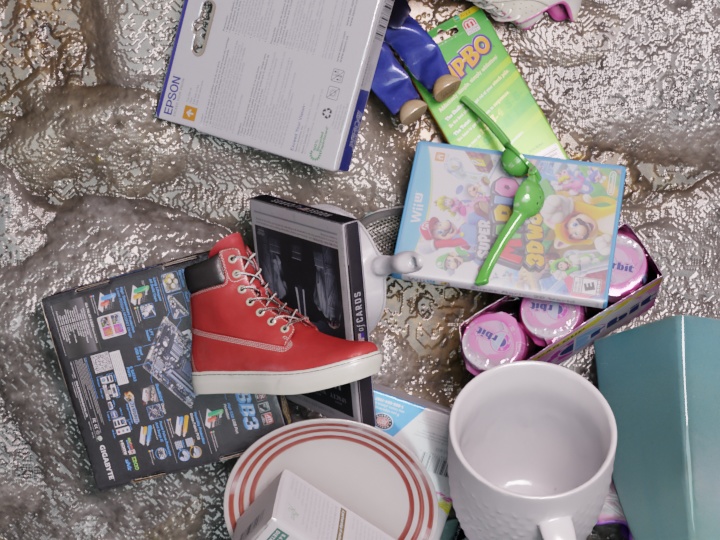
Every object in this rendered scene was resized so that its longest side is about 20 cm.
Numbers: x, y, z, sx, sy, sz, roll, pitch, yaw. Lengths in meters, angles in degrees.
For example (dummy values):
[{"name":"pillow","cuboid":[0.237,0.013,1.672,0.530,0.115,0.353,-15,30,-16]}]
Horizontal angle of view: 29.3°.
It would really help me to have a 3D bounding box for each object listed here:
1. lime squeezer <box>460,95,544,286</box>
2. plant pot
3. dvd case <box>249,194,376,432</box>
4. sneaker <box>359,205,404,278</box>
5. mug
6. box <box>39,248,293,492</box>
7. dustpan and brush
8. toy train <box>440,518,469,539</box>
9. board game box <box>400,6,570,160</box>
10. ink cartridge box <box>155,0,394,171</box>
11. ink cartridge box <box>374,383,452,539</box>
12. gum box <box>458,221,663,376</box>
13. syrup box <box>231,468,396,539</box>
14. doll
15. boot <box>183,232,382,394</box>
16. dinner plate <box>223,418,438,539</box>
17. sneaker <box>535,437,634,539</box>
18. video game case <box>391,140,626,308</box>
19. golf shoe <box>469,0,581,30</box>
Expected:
[{"name":"lime squeezer","cuboid":[0.136,-0.083,1.284,0.071,0.038,0.200,-20,60,33]},{"name":"plant pot","cuboid":[0.316,0.159,1.293,0.141,0.141,0.200,9,74,-23]},{"name":"dvd case","cuboid":[-0.045,0.037,1.284,0.025,0.150,0.200,-17,111,-35]},{"name":"sneaker","cuboid":[0.087,-0.021,1.334,0.200,0.091,0.078,6,92,-5]},{"name":"mug","cuboid":[0.158,0.212,1.245,0.148,0.175,0.200,-11,49,-7]},{"name":"box","cuboid":[-0.184,0.093,1.327,0.198,0.050,0.200,-16,94,6]},{"name":"dustpan and brush","cuboid":[0.000,0.000,1.283,0.057,0.200,0.140,-16,94,-18]},{"name":"toy train","cuboid":[0.114,0.335,1.367,0.114,0.085,0.200,22,89,-19]},{"name":"board game box","cuboid":[0.124,-0.152,1.348,0.096,0.030,0.200,-29,87,-2]},{"name":"ink cartridge box","cuboid":[-0.080,-0.213,1.313,0.200,0.041,0.200,19,98,18]},{"name":"ink cartridge box","cuboid":[0.028,0.223,1.355,0.115,0.068,0.200,19,92,-3]},{"name":"gum box","cuboid":[0.186,0.045,1.327,0.200,0.114,0.066,-31,73,-2]},{"name":"syrup box","cuboid":[-0.016,0.277,1.253,0.200,0.081,0.079,36,115,-12]},{"name":"doll","cuboid":[0.018,-0.243,1.326,0.136,0.048,0.200,-36,82,5]},{"name":"boot","cuboid":[-0.075,0.036,1.227,0.200,0.072,0.144,-3,92,33]},{"name":"dinner plate","cuboid":[-0.027,0.220,1.284,0.200,0.024,0.200,1,114,3]},{"name":"sneaker","cuboid":[0.225,0.206,1.368,0.200,0.080,0.088,31,98,-6]},{"name":"video game case","cuboid":[0.139,-0.045,1.288,0.200,0.018,0.143,8,67,10]},{"name":"golf shoe","cuboid":[0.135,-0.273,1.316,0.200,0.075,0.092,-8,106,-22]}]
